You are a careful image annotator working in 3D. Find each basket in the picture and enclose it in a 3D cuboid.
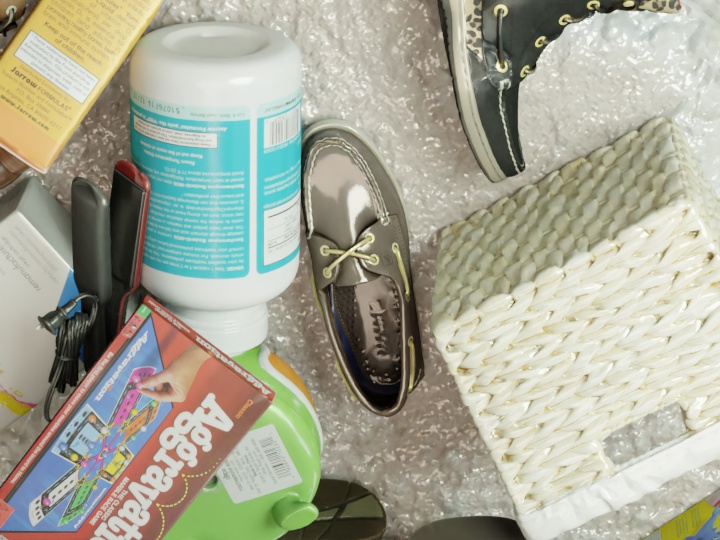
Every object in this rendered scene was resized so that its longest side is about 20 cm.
[{"bbox_3d":[0.157,0.033,1.412,0.197,0.200,0.161,-27,107,14],"label":"basket"}]

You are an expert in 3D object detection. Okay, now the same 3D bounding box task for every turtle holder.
[{"bbox_3d":[-0.109,0.124,1.497,0.141,0.132,0.186,34,117,-17],"label":"turtle holder"}]

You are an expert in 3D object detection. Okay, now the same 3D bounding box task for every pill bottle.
[{"bbox_3d":[-0.093,-0.051,1.436,0.110,0.111,0.202,3,112,2],"label":"pill bottle"}]

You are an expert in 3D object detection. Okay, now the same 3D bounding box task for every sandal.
[{"bbox_3d":[-0.082,0.180,1.562,0.198,0.082,0.055,1,135,-5],"label":"sandal"}]

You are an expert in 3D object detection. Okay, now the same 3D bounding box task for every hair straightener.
[{"bbox_3d":[-0.182,0.026,1.424,0.041,0.077,0.201,39,132,30],"label":"hair straightener"}]

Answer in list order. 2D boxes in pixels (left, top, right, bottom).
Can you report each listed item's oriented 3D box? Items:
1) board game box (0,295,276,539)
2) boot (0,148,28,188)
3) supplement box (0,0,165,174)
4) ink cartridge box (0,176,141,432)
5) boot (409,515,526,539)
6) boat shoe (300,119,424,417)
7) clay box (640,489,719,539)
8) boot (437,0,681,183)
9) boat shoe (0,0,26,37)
[{"bbox_3d":[-0.152,0.122,1.408,0.103,0.019,0.200,36,109,-7],"label":"board game box"},{"bbox_3d":[-0.333,-0.089,1.456,0.199,0.064,0.187,-32,104,20],"label":"boot"},{"bbox_3d":[-0.166,-0.159,1.382,0.069,0.067,0.201,34,88,-12],"label":"supplement box"},{"bbox_3d":[-0.261,0.045,1.507,0.200,0.067,0.116,-37,108,16],"label":"ink cartridge box"},{"bbox_3d":[0.109,0.250,1.460,0.185,0.065,0.201,13,140,2],"label":"boot"},{"bbox_3d":[0.000,0.000,1.480,0.071,0.060,0.201,-9,112,7],"label":"boat shoe"},{"bbox_3d":[0.263,0.190,1.516,0.199,0.115,0.048,-34,108,16],"label":"clay box"},{"bbox_3d":[0.127,-0.160,1.404,0.149,0.073,0.202,-9,106,7],"label":"boot"},{"bbox_3d":[-0.232,-0.176,1.364,0.068,0.072,0.201,39,70,-12],"label":"boat shoe"}]
